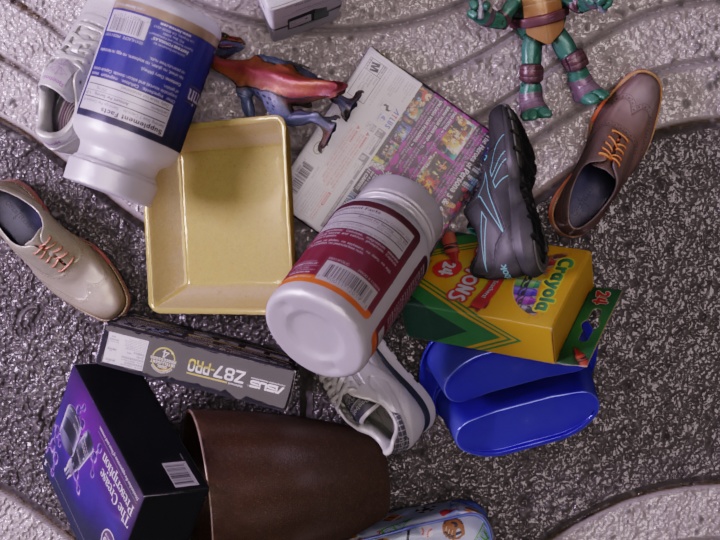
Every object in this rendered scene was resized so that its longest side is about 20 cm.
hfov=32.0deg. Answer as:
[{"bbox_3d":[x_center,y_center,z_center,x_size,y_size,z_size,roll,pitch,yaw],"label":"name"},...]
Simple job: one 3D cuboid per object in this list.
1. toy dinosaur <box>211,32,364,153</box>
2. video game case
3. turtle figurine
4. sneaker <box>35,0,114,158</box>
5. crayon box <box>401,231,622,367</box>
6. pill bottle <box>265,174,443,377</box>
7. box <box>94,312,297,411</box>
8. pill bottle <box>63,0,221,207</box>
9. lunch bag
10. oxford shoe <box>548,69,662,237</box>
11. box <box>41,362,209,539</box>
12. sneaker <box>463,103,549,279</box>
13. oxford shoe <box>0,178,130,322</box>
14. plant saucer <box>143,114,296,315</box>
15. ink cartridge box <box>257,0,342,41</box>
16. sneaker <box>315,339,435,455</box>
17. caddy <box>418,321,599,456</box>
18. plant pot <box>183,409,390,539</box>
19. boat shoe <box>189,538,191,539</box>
[{"bbox_3d":[-0.089,-0.208,1.304,0.181,0.200,0.105,32,65,4],"label":"toy dinosaur"},{"bbox_3d":[0.028,-0.109,1.364,0.181,0.036,0.201,34,92,-2],"label":"video game case"},{"bbox_3d":[0.195,-0.268,1.327,0.148,0.101,0.202,-11,109,14],"label":"turtle figurine"},{"bbox_3d":[-0.285,-0.216,1.320,0.074,0.100,0.202,18,92,15],"label":"sneaker"},{"bbox_3d":[0.156,0.026,1.290,0.198,0.127,0.051,9,132,26],"label":"crayon box"},{"bbox_3d":[0.000,0.000,1.251,0.114,0.114,0.200,38,51,-3],"label":"pill bottle"},{"bbox_3d":[-0.164,0.091,1.310,0.198,0.161,0.050,14,94,-3],"label":"box"},{"bbox_3d":[-0.226,-0.173,1.278,0.115,0.116,0.202,20,89,-2],"label":"pill bottle"},{"bbox_3d":[0.059,0.346,1.371,0.198,0.076,0.162,-13,95,-1],"label":"lunch bag"},{"bbox_3d":[0.273,-0.124,1.348,0.071,0.073,0.201,26,92,-2],"label":"oxford shoe"},{"bbox_3d":[-0.244,0.210,1.278,0.078,0.200,0.142,-1,125,-36],"label":"box"},{"bbox_3d":[0.141,-0.082,1.295,0.079,0.075,0.202,-15,59,23],"label":"sneaker"},{"bbox_3d":[-0.332,-0.016,1.345,0.200,0.074,0.071,41,92,-3],"label":"oxford shoe"},{"bbox_3d":[-0.141,-0.056,1.324,0.199,0.048,0.202,0,95,34],"label":"plant saucer"},{"bbox_3d":[-0.078,-0.327,1.270,0.083,0.200,0.147,-20,93,-2],"label":"ink cartridge box"},{"bbox_3d":[-0.010,0.109,1.332,0.200,0.080,0.077,42,130,14],"label":"sneaker"},{"bbox_3d":[0.163,0.111,1.347,0.198,0.105,0.142,-14,117,0],"label":"caddy"},{"bbox_3d":[-0.075,0.230,1.325,0.198,0.187,0.189,-5,93,-16],"label":"plant pot"},{"bbox_3d":[-0.210,0.326,1.368,0.059,0.072,0.202,-11,99,-3],"label":"boat shoe"}]
